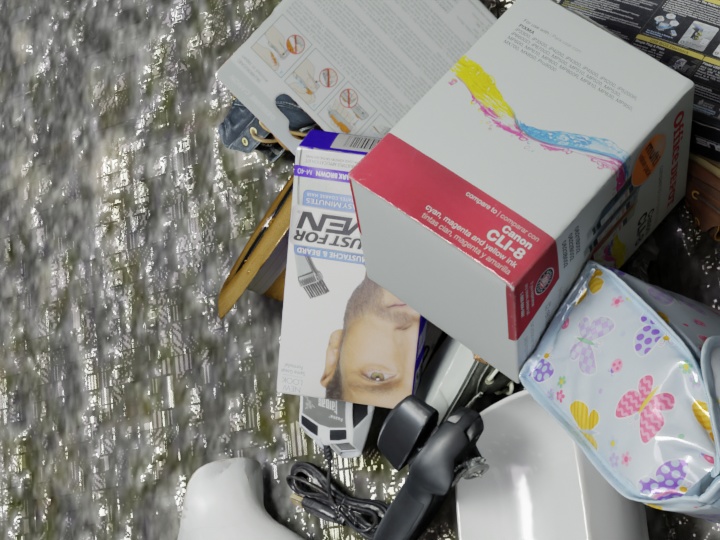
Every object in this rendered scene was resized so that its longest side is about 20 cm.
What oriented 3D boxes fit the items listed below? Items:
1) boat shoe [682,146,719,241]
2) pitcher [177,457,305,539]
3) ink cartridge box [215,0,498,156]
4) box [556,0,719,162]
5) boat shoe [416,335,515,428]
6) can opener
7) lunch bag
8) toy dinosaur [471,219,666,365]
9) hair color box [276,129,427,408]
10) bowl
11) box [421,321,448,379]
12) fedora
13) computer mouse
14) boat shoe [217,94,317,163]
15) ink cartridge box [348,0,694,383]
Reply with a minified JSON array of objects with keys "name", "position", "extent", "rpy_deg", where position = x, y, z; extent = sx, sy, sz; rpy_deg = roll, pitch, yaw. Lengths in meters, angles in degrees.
[{"name":"boat shoe","position":[0.265,-0.055,1.177],"extent":[0.200,0.072,0.068],"rpy_deg":[36,119,39]},{"name":"pitcher","position":[-0.090,0.285,1.365],"extent":[0.200,0.121,0.172],"rpy_deg":[51,133,40]},{"name":"ink cartridge box","position":[0.002,-0.171,1.293],"extent":[0.200,0.160,0.047],"rpy_deg":[-48,13,-9]},{"name":"box","position":[0.239,-0.172,1.184],"extent":[0.200,0.049,0.161],"rpy_deg":[24,69,34]},{"name":"boat shoe","position":[0.100,0.069,1.273],"extent":[0.064,0.071,0.200],"rpy_deg":[30,100,-9]},{"name":"can opener","position":[0.050,0.166,1.261],"extent":[0.079,0.063,0.200],"rpy_deg":[47,149,24]},{"name":"lunch bag","position":[0.231,0.097,1.043],"extent":[0.127,0.169,0.200],"rpy_deg":[-58,34,17]},{"name":"toy dinosaur","position":[0.150,-0.018,1.203],"extent":[0.136,0.102,0.200],"rpy_deg":[21,98,6]},{"name":"hair color box","position":[0.000,0.000,1.240],"extent":[0.109,0.065,0.200],"rpy_deg":[7,110,7]},{"name":"bowl","position":[0.146,0.191,1.189],"extent":[0.200,0.075,0.200],"rpy_deg":[143,124,-61]},{"name":"box","position":[0.060,-0.018,1.338],"extent":[0.110,0.035,0.200],"rpy_deg":[33,102,34]},{"name":"fedora","position":[-0.044,-0.024,1.362],"extent":[0.082,0.201,0.201],"rpy_deg":[33,106,-7]},{"name":"computer mouse","position":[-0.014,0.118,1.347],"extent":[0.110,0.044,0.200],"rpy_deg":[16,112,41]},{"name":"boat shoe","position":[-0.064,-0.131,1.387],"extent":[0.091,0.071,0.200],"rpy_deg":[-68,24,6]},{"name":"ink cartridge box","position":[0.114,-0.060,1.108],"extent":[0.145,0.145,0.200],"rpy_deg":[34,70,24]}]
